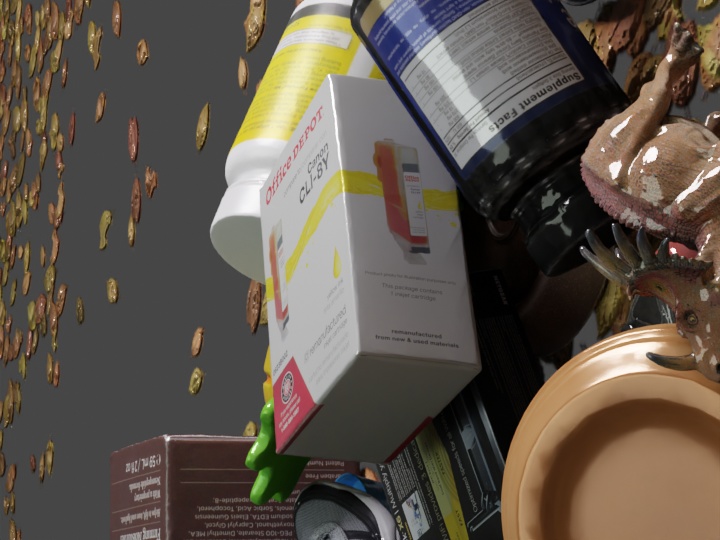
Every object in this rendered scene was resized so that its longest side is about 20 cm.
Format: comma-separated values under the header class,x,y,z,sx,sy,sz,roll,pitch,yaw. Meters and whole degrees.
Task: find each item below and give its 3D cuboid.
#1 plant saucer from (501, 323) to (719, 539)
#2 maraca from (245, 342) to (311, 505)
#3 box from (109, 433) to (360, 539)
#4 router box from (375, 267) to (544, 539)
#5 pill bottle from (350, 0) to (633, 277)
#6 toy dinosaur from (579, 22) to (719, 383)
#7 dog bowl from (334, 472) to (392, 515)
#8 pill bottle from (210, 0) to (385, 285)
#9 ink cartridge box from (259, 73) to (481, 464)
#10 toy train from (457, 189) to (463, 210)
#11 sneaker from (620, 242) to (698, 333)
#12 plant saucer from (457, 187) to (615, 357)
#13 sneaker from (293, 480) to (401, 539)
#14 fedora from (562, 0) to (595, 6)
class,x,y,z,sx,sy,sz,roll,pitch,yaw
plant saucer,0.154,0.127,0.940,0.200,0.037,0.201,1,92,33
maraca,-0.023,0.081,1.352,0.200,0.107,0.137,-52,-28,-32
box,-0.102,0.237,1.502,0.166,0.164,0.201,155,116,-64
router box,0.070,0.123,1.211,0.157,0.052,0.200,-50,53,54
pill bottle,0.088,-0.101,1.102,0.200,0.112,0.112,57,146,13
toy dinosaur,0.155,-0.041,0.956,0.136,0.086,0.200,-43,33,1
dog bowl,0.017,0.245,1.367,0.112,0.049,0.200,127,141,-53
pill bottle,-0.029,-0.092,1.358,0.114,0.114,0.200,-42,23,59
ink cartridge box,0.000,0.000,1.178,0.145,0.083,0.200,127,144,-53
toy train,0.050,-0.064,1.264,0.056,0.042,0.200,-92,15,-51
sneaker,0.150,0.077,1.016,0.071,0.098,0.201,-150,67,-67
plant saucer,0.105,-0.044,1.224,0.200,0.034,0.201,-177,90,-67
sneaker,-0.021,0.210,1.267,0.076,0.114,0.200,-53,44,21
fedora,0.112,-0.264,1.163,0.200,0.091,0.201,-176,90,-67
